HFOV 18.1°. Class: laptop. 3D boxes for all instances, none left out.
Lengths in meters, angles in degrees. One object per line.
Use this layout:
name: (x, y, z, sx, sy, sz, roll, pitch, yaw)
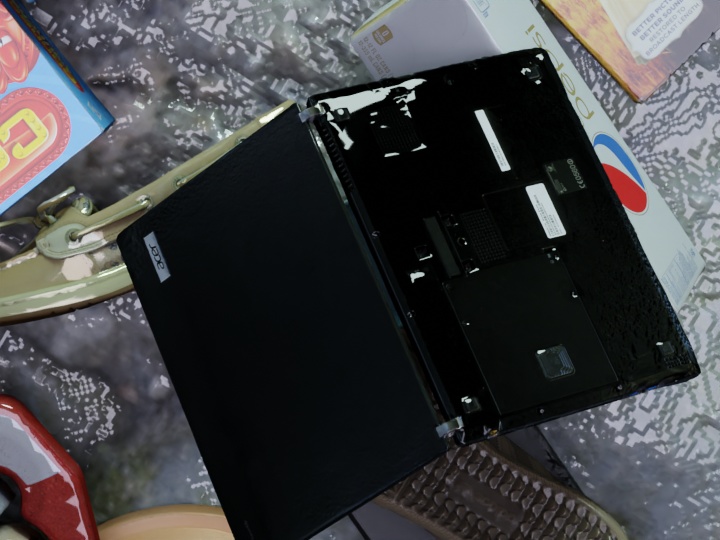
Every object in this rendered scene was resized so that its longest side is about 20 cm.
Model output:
laptop: (0.019, 0.014, 1.025, 0.199, 0.103, 0.178, -15, 68, -24)

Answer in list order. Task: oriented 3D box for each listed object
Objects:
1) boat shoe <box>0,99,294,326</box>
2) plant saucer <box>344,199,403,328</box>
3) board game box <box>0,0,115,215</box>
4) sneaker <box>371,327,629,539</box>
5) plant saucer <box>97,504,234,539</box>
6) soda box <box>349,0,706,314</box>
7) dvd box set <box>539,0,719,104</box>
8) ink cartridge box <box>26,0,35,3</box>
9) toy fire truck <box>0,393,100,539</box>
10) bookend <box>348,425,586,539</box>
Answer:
boat shoe: (-0.112, -0.023, 1.120, 0.199, 0.073, 0.063, -20, 92, -9)
plant saucer: (0.000, 0.000, 1.111, 0.200, 0.019, 0.070, -32, 102, 25)
board game box: (-0.259, -0.086, 1.110, 0.200, 0.056, 0.196, -39, 97, 4)
sneaker: (0.040, 0.096, 1.040, 0.200, 0.076, 0.070, 41, 81, 18)
plant saucer: (-0.090, 0.222, 1.170, 0.199, 0.032, 0.201, 0, 99, -1)
soda box: (0.083, -0.057, 1.108, 0.068, 0.064, 0.200, -30, 98, 30)
dvd box set: (0.121, -0.204, 1.115, 0.146, 0.029, 0.200, -44, 97, 5)
ink cartridge box: (-0.111, -0.235, 1.081, 0.200, 0.067, 0.116, -36, 97, 7)
toy fire truck: (-0.211, 0.165, 1.121, 0.200, 0.112, 0.168, -39, 101, 4)
bookend: (0.019, 0.156, 1.116, 0.200, 0.092, 0.199, -36, 96, -5)
